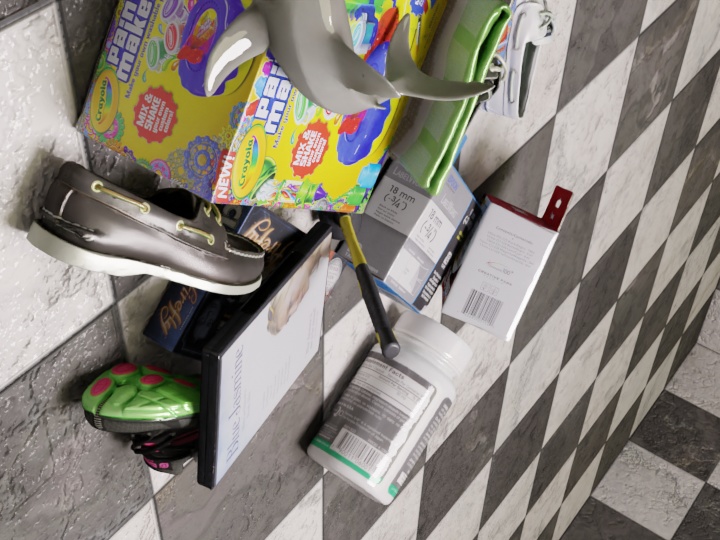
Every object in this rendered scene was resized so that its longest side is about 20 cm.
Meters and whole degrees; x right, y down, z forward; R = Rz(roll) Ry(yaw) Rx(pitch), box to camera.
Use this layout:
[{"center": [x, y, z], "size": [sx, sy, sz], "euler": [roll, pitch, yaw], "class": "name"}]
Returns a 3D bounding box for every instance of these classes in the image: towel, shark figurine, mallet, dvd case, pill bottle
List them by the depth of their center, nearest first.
[{"center": [0.000, -0.116, 0.601], "size": [0.128, 0.089, 0.214], "euler": [-59, 151, -3], "class": "shark figurine"}, {"center": [0.038, -0.163, 0.803], "size": [0.031, 0.200, 0.150], "euler": [8, 115, -24], "class": "towel"}, {"center": [-0.076, 0.065, 0.872], "size": [0.200, 0.018, 0.143], "euler": [-52, 156, -50], "class": "dvd case"}, {"center": [0.000, 0.000, 0.914], "size": [0.041, 0.200, 0.066], "euler": [-13, 145, -7], "class": "mallet"}, {"center": [0.037, 0.153, 1.201], "size": [0.200, 0.113, 0.113], "euler": [-56, 155, -12], "class": "pill bottle"}]

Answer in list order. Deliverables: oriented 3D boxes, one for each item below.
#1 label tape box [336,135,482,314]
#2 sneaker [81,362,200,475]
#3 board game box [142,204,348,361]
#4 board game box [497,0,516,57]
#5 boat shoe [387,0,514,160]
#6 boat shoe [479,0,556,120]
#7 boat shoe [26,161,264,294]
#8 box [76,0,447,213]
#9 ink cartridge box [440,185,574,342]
[{"center": [0.071, -0.068, 1.099], "size": [0.200, 0.063, 0.144], "euler": [-60, 156, -4], "class": "label tape box"}, {"center": [-0.152, 0.126, 0.852], "size": [0.084, 0.077, 0.200], "euler": [-66, 154, -1], "class": "sneaker"}, {"center": [-0.091, 0.020, 0.912], "size": [0.136, 0.035, 0.200], "euler": [-61, 155, -1], "class": "board game box"}, {"center": [0.086, -0.233, 0.993], "size": [0.200, 0.034, 0.136], "euler": [-32, 142, -47], "class": "board game box"}, {"center": [0.098, -0.177, 0.953], "size": [0.200, 0.064, 0.071], "euler": [-63, 155, 0], "class": "boat shoe"}, {"center": [0.173, -0.254, 1.102], "size": [0.074, 0.067, 0.200], "euler": [-32, 142, -48], "class": "boat shoe"}, {"center": [-0.130, -0.027, 0.727], "size": [0.201, 0.072, 0.061], "euler": [11, 105, -55], "class": "boat shoe"}, {"center": [-0.054, -0.155, 0.703], "size": [0.192, 0.122, 0.200], "euler": [-3, 118, -61], "class": "box"}, {"center": [0.164, -0.030, 1.214], "size": [0.200, 0.084, 0.176], "euler": [-57, 172, -82], "class": "ink cartridge box"}]
